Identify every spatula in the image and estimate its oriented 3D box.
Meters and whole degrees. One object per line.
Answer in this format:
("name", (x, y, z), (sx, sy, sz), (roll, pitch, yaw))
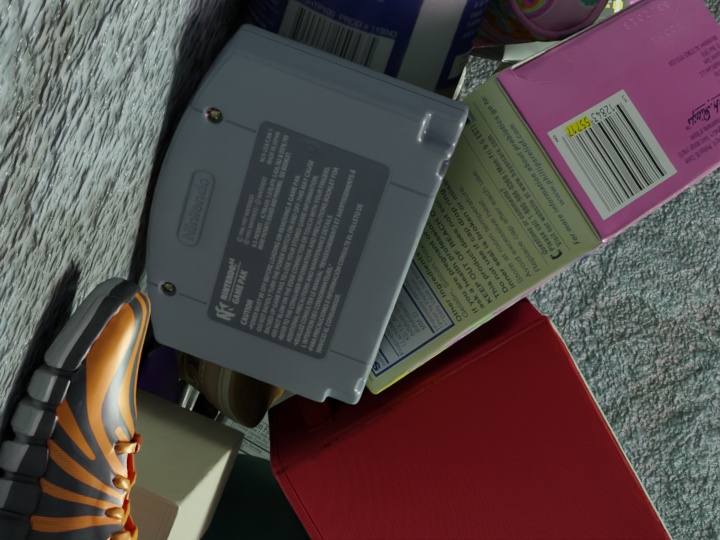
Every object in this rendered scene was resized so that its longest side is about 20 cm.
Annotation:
("spatula", (-0.108, 0.025, 1.086), (0.201, 0.020, 0.057), (107, 4, -46))

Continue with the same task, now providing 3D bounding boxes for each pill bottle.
("pill bottle", (0.021, -0.187, 0.944), (0.120, 0.119, 0.201), (-61, 173, -64))

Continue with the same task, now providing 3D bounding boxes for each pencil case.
("pencil case", (0.070, -0.168, 1.072), (0.200, 0.087, 0.088), (7, -107, 64))

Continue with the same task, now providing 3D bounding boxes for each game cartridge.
("game cartridge", (-0.036, -0.025, 0.931), (0.041, 0.133, 0.201), (-75, -176, -48))

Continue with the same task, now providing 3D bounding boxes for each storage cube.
("storage cube", (0.063, 0.128, 1.128), (0.179, 0.201, 0.171), (-29, -172, 1))

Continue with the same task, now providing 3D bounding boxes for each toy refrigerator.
("toy refrigerator", (-0.122, 0.121, 1.003), (0.200, 0.075, 0.070), (-49, 160, -82))

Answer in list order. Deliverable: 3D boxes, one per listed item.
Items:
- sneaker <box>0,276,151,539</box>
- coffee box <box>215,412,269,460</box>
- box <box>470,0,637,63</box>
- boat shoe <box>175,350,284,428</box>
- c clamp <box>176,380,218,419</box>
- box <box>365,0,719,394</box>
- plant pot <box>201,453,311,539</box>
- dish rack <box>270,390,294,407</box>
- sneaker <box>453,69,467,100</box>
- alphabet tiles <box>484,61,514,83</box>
("sneaker", (-0.107, 0.110, 0.835), (0.078, 0.111, 0.201), (-46, 157, -82))
("coffee box", (-0.034, 0.177, 1.463), (0.198, 0.199, 0.200), (-59, -177, 22))
("box", (0.113, -0.238, 1.216), (0.148, 0.124, 0.201), (25, -68, 58))
("boat shoe", (-0.086, 0.055, 1.206), (0.200, 0.069, 0.074), (5, 98, -84))
("c clamp", (-0.121, 0.107, 1.365), (0.200, 0.027, 0.172), (-59, 171, -74))
("box", (0.088, -0.044, 1.001), (0.176, 0.097, 0.200), (-30, 176, -43))
("plant pot", (-0.091, 0.218, 1.225), (0.162, 0.199, 0.201), (-82, -172, -48))
("dish rack", (0.000, 0.000, 1.301), (0.200, 0.043, 0.172), (129, -23, -50))
("sneaker", (-0.009, -0.081, 1.107), (0.200, 0.080, 0.078), (-40, 177, -36))
("alphabet tiles", (0.117, -0.098, 1.272), (0.200, 0.006, 0.166), (-53, -150, -2))
